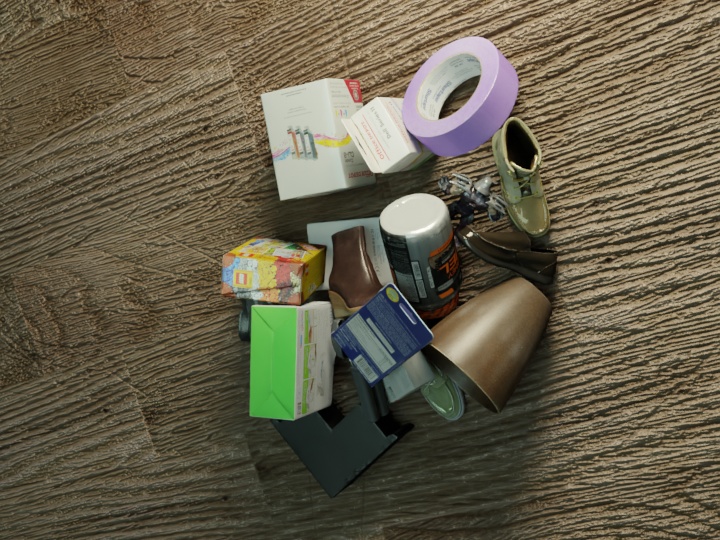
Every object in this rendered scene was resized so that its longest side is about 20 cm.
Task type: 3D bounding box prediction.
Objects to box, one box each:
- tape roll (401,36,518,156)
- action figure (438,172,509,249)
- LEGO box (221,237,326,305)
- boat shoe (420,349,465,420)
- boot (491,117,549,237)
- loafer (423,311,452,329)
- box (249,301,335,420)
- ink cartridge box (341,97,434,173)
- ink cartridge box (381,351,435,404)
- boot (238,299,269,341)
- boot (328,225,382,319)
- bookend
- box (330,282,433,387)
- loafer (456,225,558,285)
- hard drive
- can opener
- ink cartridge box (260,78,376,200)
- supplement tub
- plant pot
[{"bbox_3d":[0.167,-0.296,1.583,0.199,0.066,0.201,-26,47,32],"label":"tape roll"},{"bbox_3d":[0.180,-0.108,1.634,0.130,0.069,0.200,37,137,0],"label":"action figure"},{"bbox_3d":[-0.156,-0.002,1.725,0.148,0.200,0.078,7,102,9],"label":"LEGO box"},{"bbox_3d":[0.124,0.197,1.747,0.072,0.062,0.201,-36,82,26],"label":"boat shoe"},{"bbox_3d":[0.276,-0.154,1.564,0.072,0.155,0.201,-18,90,2],"label":"boot"},{"bbox_3d":[0.156,0.124,1.720,0.072,0.063,0.201,-28,86,27],"label":"loafer"},{"bbox_3d":[-0.121,0.159,1.708,0.096,0.176,0.202,2,93,20],"label":"box"},{"bbox_3d":[0.056,-0.238,1.631,0.067,0.200,0.118,-33,85,26],"label":"ink cartridge box"},{"bbox_3d":[0.064,0.181,1.719,0.109,0.050,0.200,62,159,10],"label":"ink cartridge box"},{"bbox_3d":[-0.177,0.054,1.872,0.131,0.070,0.201,4,107,18],"label":"boot"},{"bbox_3d":[0.000,0.000,1.693,0.200,0.072,0.168,-12,78,56],"label":"boot"},{"bbox_3d":[-0.038,0.301,1.824,0.200,0.092,0.199,48,113,12],"label":"bookend"},{"bbox_3d":[0.042,0.107,1.590,0.121,0.032,0.200,52,136,5],"label":"box"},{"bbox_3d":[0.257,-0.041,1.609,0.199,0.073,0.072,21,102,-21],"label":"loafer"},{"bbox_3d":[-0.003,-0.033,1.789,0.199,0.025,0.133,-4,97,25],"label":"hard drive"},{"bbox_3d":[-0.003,0.181,1.724,0.067,0.053,0.201,2,112,48],"label":"can opener"},{"bbox_3d":[-0.075,-0.241,1.722,0.144,0.145,0.201,-7,96,25],"label":"ink cartridge box"},{"bbox_3d":[0.108,-0.021,1.609,0.122,0.123,0.201,4,133,24],"label":"supplement tub"},{"bbox_3d":[0.236,0.113,1.616,0.187,0.187,0.200,42,81,13],"label":"plant pot"}]
